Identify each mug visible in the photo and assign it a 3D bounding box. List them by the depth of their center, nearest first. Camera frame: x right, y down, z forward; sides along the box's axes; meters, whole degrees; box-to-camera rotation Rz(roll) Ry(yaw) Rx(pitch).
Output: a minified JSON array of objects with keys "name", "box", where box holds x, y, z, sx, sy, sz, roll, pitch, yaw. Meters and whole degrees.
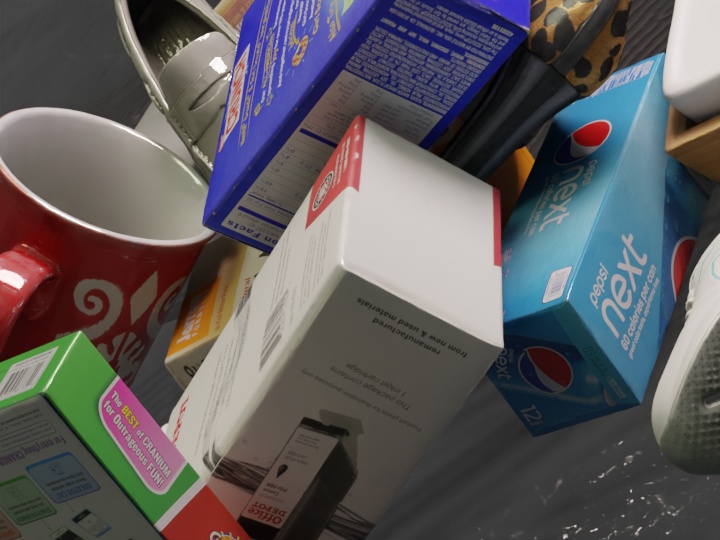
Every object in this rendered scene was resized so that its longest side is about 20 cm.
[{"name":"mug","box":[-0.191,0.029,1.178,0.133,0.177,0.200,43,121,30]}]

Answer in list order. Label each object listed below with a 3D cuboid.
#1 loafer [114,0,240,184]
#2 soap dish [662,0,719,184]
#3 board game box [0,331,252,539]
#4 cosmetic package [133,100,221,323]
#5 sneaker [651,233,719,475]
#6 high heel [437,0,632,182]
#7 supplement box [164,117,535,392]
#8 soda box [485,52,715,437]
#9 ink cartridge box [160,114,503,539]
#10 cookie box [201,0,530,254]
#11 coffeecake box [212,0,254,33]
[{"name":"loafer","box":[-0.084,-0.098,1.188,0.070,0.070,0.200,-44,53,6]},{"name":"soap dish","box":[0.248,-0.125,1.025,0.200,0.081,0.158,-24,27,27]},{"name":"board game box","box":[-0.122,0.132,0.920,0.153,0.200,0.040,-20,28,33]},{"name":"cosmetic package","box":[-0.105,-0.059,1.400,0.107,0.090,0.200,-20,31,34]},{"name":"sneaker","box":[0.171,0.020,0.896,0.080,0.070,0.200,-24,19,49]},{"name":"high heel","box":[0.093,-0.125,1.069,0.143,0.071,0.200,-49,15,27]},{"name":"supplement box","box":[0.000,0.000,1.152,0.200,0.074,0.126,-29,24,20]},{"name":"soda box","box":[0.116,-0.016,1.024,0.064,0.068,0.200,-20,28,36]},{"name":"ink cartridge box","box":[-0.019,0.053,0.975,0.200,0.083,0.147,-57,14,28]},{"name":"cookie box","box":[0.005,-0.125,1.068,0.200,0.075,0.171,-48,25,41]},{"name":"coffeecake box","box":[0.011,-0.178,1.315,0.154,0.073,0.200,-45,-11,28]}]
